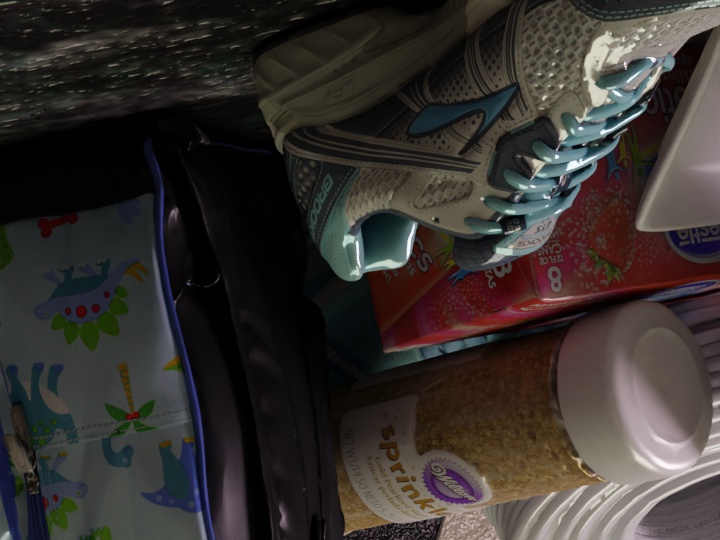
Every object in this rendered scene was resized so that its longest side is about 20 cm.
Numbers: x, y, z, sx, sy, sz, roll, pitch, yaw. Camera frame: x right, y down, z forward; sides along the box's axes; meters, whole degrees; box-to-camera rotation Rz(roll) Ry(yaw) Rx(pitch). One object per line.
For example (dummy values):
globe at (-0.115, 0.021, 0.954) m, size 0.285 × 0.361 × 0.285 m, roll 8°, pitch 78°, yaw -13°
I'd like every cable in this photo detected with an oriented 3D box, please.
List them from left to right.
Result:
cable at (0.154, 0.092, 0.878) m, size 0.199 × 0.070 × 0.200 m, roll -31°, pitch 139°, yaw 20°

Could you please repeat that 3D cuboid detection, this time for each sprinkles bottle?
sprinkles bottle at (0.048, 0.065, 0.803) m, size 0.199 × 0.069 × 0.068 m, roll -18°, pitch 172°, yaw 43°

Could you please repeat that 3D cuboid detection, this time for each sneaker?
sneaker at (0.000, 0.000, 0.919) m, size 0.199 × 0.131 × 0.080 m, roll -27°, pitch 126°, yaw 27°
sneaker at (0.053, -0.049, 0.584) m, size 0.077 × 0.087 × 0.199 m, roll -8°, pitch 173°, yaw -43°

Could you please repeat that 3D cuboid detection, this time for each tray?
tray at (0.190, -0.072, 0.772) m, size 0.199 × 0.022 × 0.108 m, roll -8°, pitch 132°, yaw -39°

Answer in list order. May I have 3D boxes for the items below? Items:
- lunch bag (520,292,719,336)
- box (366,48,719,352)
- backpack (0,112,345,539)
lunch bag at (0.133, 0.007, 0.957) m, size 0.198 × 0.162 × 0.083 m, roll -10°, pitch 151°, yaw -2°
box at (0.100, -0.032, 0.801) m, size 0.199 × 0.097 × 0.099 m, roll -8°, pitch 172°, yaw -40°
backpack at (-0.087, 0.059, 0.757) m, size 0.145 × 0.202 × 0.183 m, roll -14°, pitch 175°, yaw 15°
